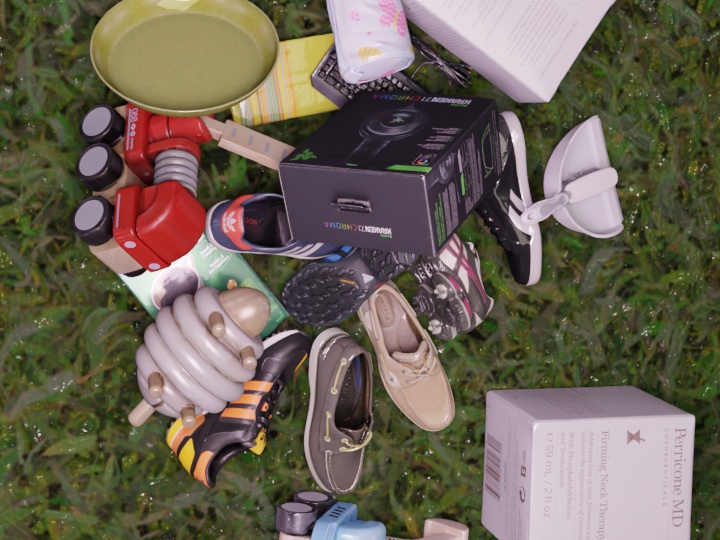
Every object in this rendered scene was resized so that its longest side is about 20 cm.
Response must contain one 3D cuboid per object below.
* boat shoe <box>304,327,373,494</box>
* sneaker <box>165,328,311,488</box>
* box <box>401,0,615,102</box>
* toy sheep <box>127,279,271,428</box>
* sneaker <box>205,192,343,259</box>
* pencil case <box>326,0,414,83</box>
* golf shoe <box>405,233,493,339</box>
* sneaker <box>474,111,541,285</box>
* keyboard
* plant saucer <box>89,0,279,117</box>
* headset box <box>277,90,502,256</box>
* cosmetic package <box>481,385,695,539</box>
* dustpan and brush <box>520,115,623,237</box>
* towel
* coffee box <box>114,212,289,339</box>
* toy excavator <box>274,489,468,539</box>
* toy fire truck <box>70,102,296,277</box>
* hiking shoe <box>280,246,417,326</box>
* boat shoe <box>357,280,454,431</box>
[{"bbox_3d":[-0.020,0.168,1.532,0.071,0.060,0.205,-16,116,-35],"label":"boat shoe"},{"bbox_3d":[-0.117,0.156,1.504,0.200,0.070,0.090,-41,63,-3],"label":"sneaker"},{"bbox_3d":[0.159,-0.305,1.515,0.199,0.106,0.153,35,88,-14],"label":"box"},{"bbox_3d":[-0.173,0.092,1.427,0.199,0.138,0.138,-39,104,4],"label":"toy sheep"},{"bbox_3d":[-0.066,-0.050,1.485,0.198,0.084,0.076,-6,90,-31],"label":"sneaker"},{"bbox_3d":[-0.005,-0.305,1.462,0.090,0.083,0.203,-11,83,-42],"label":"pencil case"},{"bbox_3d":[0.084,-0.023,1.558,0.088,0.077,0.202,-22,90,-45],"label":"golf shoe"},{"bbox_3d":[0.138,-0.073,1.555,0.110,0.073,0.203,-13,101,-10],"label":"sneaker"},{"bbox_3d":[0.052,-0.207,1.535,0.199,0.021,0.128,34,91,-20],"label":"keyboard"},{"bbox_3d":[-0.183,-0.226,1.427,0.197,0.202,0.031,-8,141,-12],"label":"plant saucer"},{"bbox_3d":[0.032,-0.103,1.421,0.200,0.172,0.094,-47,136,-47],"label":"headset box"},{"bbox_3d":[0.259,0.233,1.573,0.197,0.166,0.170,-1,97,-14],"label":"cosmetic package"},{"bbox_3d":[0.239,-0.088,1.547,0.198,0.057,0.142,-23,103,-33],"label":"dustpan and brush"},{"bbox_3d":[-0.055,-0.219,1.523,0.197,0.018,0.087,-12,105,-13],"label":"towel"},{"bbox_3d":[-0.186,0.012,1.503,0.123,0.044,0.201,-42,104,-6],"label":"coffee box"},{"bbox_3d":[0.013,0.317,1.550,0.197,0.194,0.102,8,95,14],"label":"toy excavator"},{"bbox_3d":[-0.178,-0.094,1.403,0.197,0.129,0.178,-14,57,20],"label":"toy fire truck"},{"bbox_3d":[0.000,0.000,1.509,0.199,0.087,0.075,-29,95,31],"label":"hiking shoe"},{"bbox_3d":[0.055,0.100,1.559,0.071,0.065,0.202,-27,103,-9],"label":"boat shoe"}]
